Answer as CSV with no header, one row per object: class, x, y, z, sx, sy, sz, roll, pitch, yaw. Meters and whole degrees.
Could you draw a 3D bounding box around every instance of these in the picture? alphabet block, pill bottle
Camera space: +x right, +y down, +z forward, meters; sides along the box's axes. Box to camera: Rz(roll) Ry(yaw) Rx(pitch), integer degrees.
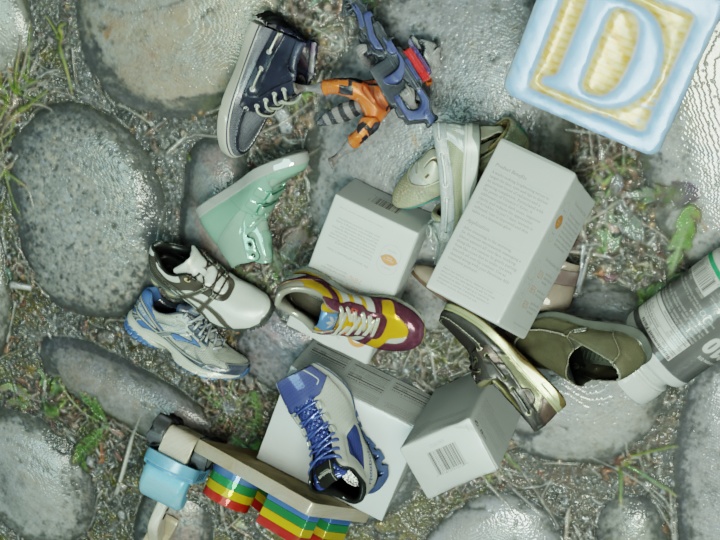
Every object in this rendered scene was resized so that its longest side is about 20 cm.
alphabet block,0.300,-0.272,1.511,0.195,0.200,0.197,26,113,8
pill bottle,0.407,0.073,1.633,0.200,0.113,0.113,-41,92,24

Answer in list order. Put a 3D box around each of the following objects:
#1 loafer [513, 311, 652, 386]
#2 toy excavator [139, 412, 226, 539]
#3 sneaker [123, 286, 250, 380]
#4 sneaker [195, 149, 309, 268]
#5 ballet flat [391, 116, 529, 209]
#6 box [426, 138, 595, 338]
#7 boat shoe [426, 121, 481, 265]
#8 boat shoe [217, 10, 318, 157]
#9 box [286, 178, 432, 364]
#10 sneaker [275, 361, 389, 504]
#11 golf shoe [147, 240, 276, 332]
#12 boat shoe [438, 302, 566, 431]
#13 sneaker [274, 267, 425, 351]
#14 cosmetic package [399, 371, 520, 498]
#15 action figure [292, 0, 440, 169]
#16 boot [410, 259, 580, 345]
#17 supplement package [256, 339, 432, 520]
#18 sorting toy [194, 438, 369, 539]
loafer,0.264,0.100,1.622,0.199,0.070,0.076,-2,123,47
toy excavator,-0.284,0.322,1.923,0.099,0.195,0.202,26,85,7
sneaker,-0.243,0.088,1.861,0.198,0.077,0.086,26,108,7
sneaker,-0.124,-0.079,1.768,0.199,0.074,0.119,-30,90,33
ballet flat,0.119,-0.145,1.676,0.198,0.068,0.062,-24,135,16
box,0.188,-0.036,1.602,0.106,0.152,0.202,27,90,22
boat shoe,0.111,-0.092,1.635,0.064,0.075,0.204,6,123,1
boat shoe,-0.122,-0.231,1.712,0.092,0.074,0.202,28,114,28
box,0.000,0.000,1.744,0.123,0.097,0.202,25,112,8
sneaker,-0.039,0.222,1.696,0.080,0.115,0.200,-32,95,21
golf shoe,-0.213,0.019,1.802,0.198,0.078,0.095,21,155,14
boat shoe,0.171,0.123,1.659,0.200,0.073,0.065,41,81,13
sneaker,-0.016,0.062,1.665,0.198,0.090,0.076,18,111,11
cosmetic package,0.137,0.205,1.710,0.112,0.200,0.082,-27,97,26
action figure,0.013,-0.252,1.669,0.192,0.105,0.202,-25,87,7
boot,0.184,0.001,1.711,0.199,0.070,0.147,33,107,4
supplement package,-0.018,0.220,1.811,0.198,0.111,0.157,25,112,9
sorting toy,-0.115,0.314,1.793,0.197,0.200,0.070,24,88,26
